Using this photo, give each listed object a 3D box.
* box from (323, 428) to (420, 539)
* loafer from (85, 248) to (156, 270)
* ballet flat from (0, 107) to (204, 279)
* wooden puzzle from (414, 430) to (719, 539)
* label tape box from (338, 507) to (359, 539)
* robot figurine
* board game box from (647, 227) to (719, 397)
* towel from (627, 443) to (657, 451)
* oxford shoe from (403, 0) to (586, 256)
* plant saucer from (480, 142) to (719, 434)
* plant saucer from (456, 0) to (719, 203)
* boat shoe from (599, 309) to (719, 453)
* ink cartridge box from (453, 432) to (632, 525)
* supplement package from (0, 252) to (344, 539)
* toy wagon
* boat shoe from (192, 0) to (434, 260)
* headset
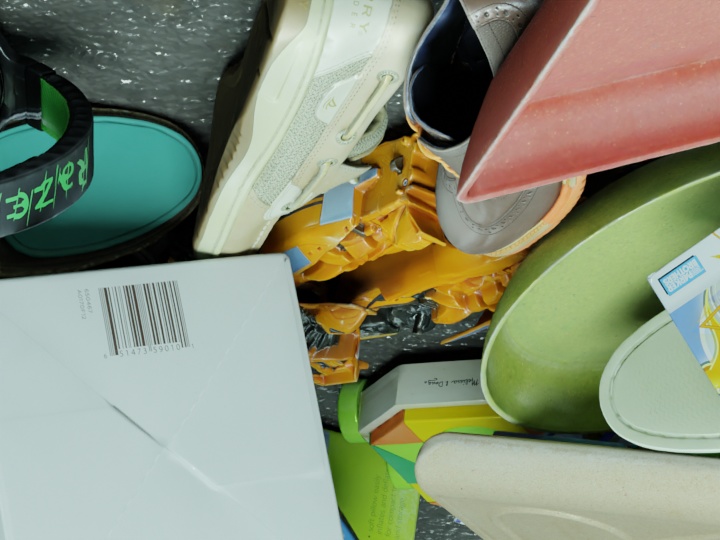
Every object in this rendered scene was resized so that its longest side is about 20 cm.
[{"bbox_3d":[-0.069,0.132,1.513,0.200,0.122,0.048,16,158,-22],"label":"box"},{"bbox_3d":[-0.183,-0.017,1.274,0.200,0.070,0.070,11,162,-33],"label":"loafer"},{"bbox_3d":[-0.163,-0.020,1.211,0.200,0.071,0.065,-13,172,-22],"label":"ballet flat"},{"bbox_3d":[0.142,0.114,1.279,0.185,0.046,0.200,4,156,26],"label":"wooden puzzle"},{"bbox_3d":[-0.047,0.111,1.374,0.063,0.200,0.144,-33,152,-2],"label":"label tape box"},{"bbox_3d":[0.000,0.000,1.277,0.145,0.058,0.200,19,152,-31],"label":"robot figurine"},{"bbox_3d":[0.221,0.006,1.088,0.200,0.136,0.034,-37,169,31],"label":"board game box"},{"bbox_3d":[0.199,0.102,1.303,0.146,0.022,0.200,27,158,-32],"label":"towel"},{"bbox_3d":[0.044,-0.062,1.089,0.073,0.071,0.200,-22,154,-20],"label":"oxford shoe"},{"bbox_3d":[0.138,0.001,1.206,0.200,0.031,0.200,-17,151,-10],"label":"plant saucer"},{"bbox_3d":[0.140,-0.099,0.966,0.200,0.037,0.200,-15,161,-22],"label":"plant saucer"},{"bbox_3d":[0.197,0.031,1.189,0.199,0.075,0.066,-26,156,7],"label":"boat shoe"},{"bbox_3d":[0.177,0.082,1.388,0.200,0.043,0.196,19,137,-23],"label":"ink cartridge box"},{"bbox_3d":[-0.128,0.091,1.224,0.151,0.151,0.200,-5,170,-33],"label":"supplement package"},{"bbox_3d":[0.085,0.093,1.491,0.155,0.040,0.200,-4,154,22],"label":"toy wagon"},{"bbox_3d":[-0.022,-0.055,1.150,0.065,0.072,0.200,12,150,-10],"label":"boat shoe"},{"bbox_3d":[-0.193,-0.050,1.140,0.200,0.123,0.094,26,127,33],"label":"headset"}]
